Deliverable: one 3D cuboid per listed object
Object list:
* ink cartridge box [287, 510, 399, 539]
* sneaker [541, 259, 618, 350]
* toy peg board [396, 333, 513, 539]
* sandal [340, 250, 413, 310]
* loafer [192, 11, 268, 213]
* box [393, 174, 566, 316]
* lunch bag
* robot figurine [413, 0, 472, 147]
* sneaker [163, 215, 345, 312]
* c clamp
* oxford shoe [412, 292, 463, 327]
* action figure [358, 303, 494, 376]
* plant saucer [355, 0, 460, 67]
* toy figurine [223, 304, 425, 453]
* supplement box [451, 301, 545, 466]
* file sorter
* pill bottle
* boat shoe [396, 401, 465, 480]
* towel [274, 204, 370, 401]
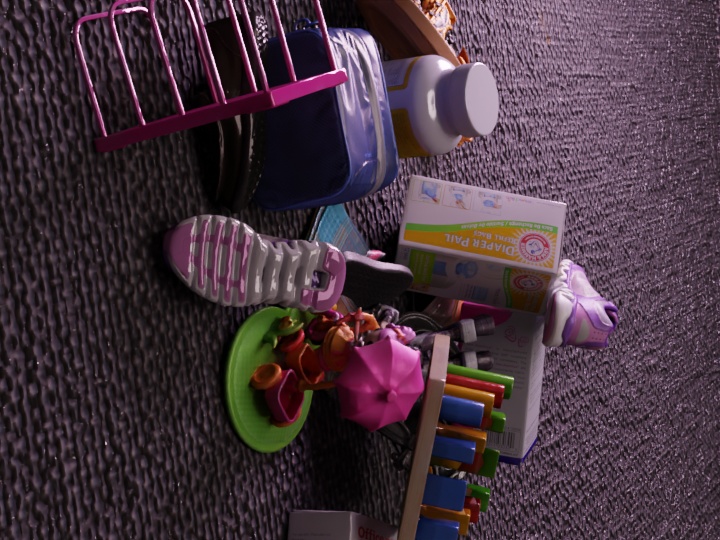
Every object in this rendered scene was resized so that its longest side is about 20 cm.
[{"bbox_3d":[-0.014,0.366,1.457,0.144,0.084,0.203,31,57,-55],"label":"ink cartridge box"},{"bbox_3d":[0.274,0.050,1.689,0.200,0.087,0.082,-63,165,-70],"label":"sneaker"},{"bbox_3d":[0.104,0.194,1.459,0.199,0.096,0.203,-66,166,-79],"label":"toy peg board"},{"bbox_3d":[0.000,0.000,1.533,0.045,0.075,0.199,60,17,23],"label":"sandal"},{"bbox_3d":[-0.133,-0.160,1.378,0.073,0.070,0.203,-45,139,-78],"label":"loafer"},{"bbox_3d":[0.145,-0.030,1.678,0.113,0.197,0.103,98,4,-60],"label":"box"},{"bbox_3d":[-0.047,-0.170,1.456,0.132,0.134,0.203,-14,95,-61],"label":"lunch bag"},{"bbox_3d":[0.108,-0.275,1.831,0.202,0.057,0.146,67,32,-28],"label":"robot figurine"},{"bbox_3d":[-0.115,-0.006,1.355,0.198,0.088,0.082,13,91,-37],"label":"sneaker"},{"bbox_3d":[0.072,0.152,1.632,0.170,0.027,0.201,36,55,-6],"label":"c clamp"},{"bbox_3d":[0.107,-0.021,1.769,0.073,0.071,0.203,34,56,-49],"label":"oxford shoe"},{"bbox_3d":[0.062,0.101,1.583,0.197,0.069,0.132,-7,96,-29],"label":"action figure"},{"bbox_3d":[0.056,-0.279,1.650,0.032,0.200,0.201,-40,133,-3],"label":"plant saucer"},{"bbox_3d":[-0.012,0.096,1.393,0.201,0.182,0.151,-56,133,-41],"label":"toy figurine"},{"bbox_3d":[0.182,0.135,1.778,0.103,0.100,0.203,-32,129,-67],"label":"supplement box"},{"bbox_3d":[-0.140,-0.199,1.234,0.139,0.198,0.127,-31,108,-58],"label":"file sorter"},{"bbox_3d":[0.053,-0.186,1.566,0.111,0.198,0.114,5,85,-56],"label":"pill bottle"},{"bbox_3d":[0.105,0.239,1.712,0.201,0.067,0.074,65,34,-29],"label":"boat shoe"},{"bbox_3d":[-0.034,0.025,1.556,0.147,0.021,0.201,59,38,-36],"label":"towel"}]
